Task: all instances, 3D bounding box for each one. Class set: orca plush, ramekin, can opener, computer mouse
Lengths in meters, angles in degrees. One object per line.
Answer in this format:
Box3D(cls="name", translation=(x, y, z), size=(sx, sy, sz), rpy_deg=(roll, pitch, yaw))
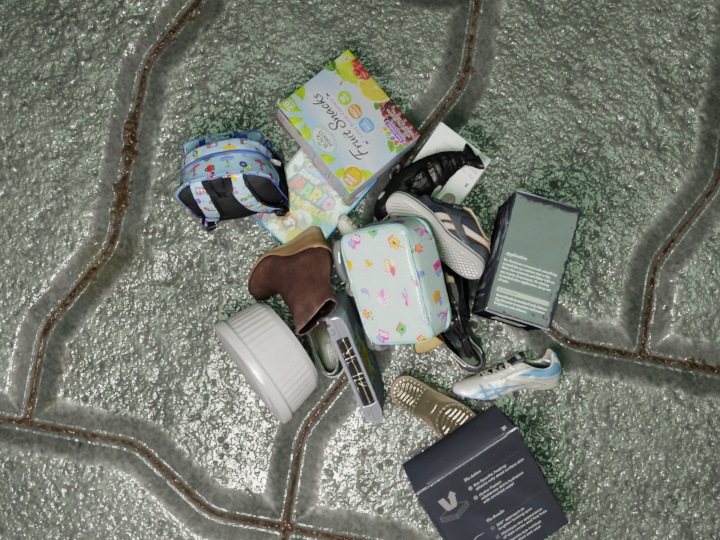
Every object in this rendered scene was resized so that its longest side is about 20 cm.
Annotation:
Box3D(cls="orca plush", translation=(0.110, -0.142, 1.508), size=(0.196, 0.071, 0.107), rpy_deg=(-18, 86, -1))
Box3D(cls="ramekin", translation=(-0.151, 0.147, 1.542), size=(0.094, 0.202, 0.204), rpy_deg=(-36, 87, -14))
Box3D(cls="can opener", translation=(0.000, 0.040, 1.558), size=(0.065, 0.052, 0.204), rpy_deg=(-21, 100, -23))
Box3D(cls="computer mouse", translation=(0.152, 0.037, 1.552), size=(0.045, 0.141, 0.203), rpy_deg=(-11, 56, 14))

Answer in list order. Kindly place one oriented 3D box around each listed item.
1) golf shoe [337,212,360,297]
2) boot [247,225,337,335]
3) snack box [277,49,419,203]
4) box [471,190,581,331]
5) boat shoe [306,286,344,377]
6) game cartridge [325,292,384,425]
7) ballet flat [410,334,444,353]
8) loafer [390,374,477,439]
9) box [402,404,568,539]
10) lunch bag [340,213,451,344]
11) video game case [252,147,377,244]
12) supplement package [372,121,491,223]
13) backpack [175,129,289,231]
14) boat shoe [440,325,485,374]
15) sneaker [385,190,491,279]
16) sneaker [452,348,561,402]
Box3D(cls="golf shoe", translation=(0.000, 0.000, 1.609), size=(0.096, 0.078, 0.202), rpy_deg=(-32, 87, 4))
Box3D(cls="boot", translation=(-0.118, 0.037, 1.538), size=(0.199, 0.072, 0.169), rpy_deg=(-39, 44, 32))
Box3D(cls="snack box", translation=(-0.022, -0.251, 1.613), size=(0.168, 0.068, 0.201), rpy_deg=(-39, 85, -12))
Box3D(cls="box", translation=(0.273, -0.010, 1.550), size=(0.115, 0.197, 0.204), rpy_deg=(16, 86, 1))
Box3D(cls="boat shoe", translation=(-0.065, 0.085, 1.602), size=(0.071, 0.071, 0.204), rpy_deg=(-18, 87, -2))
Box3D(cls="game cartridge", translation=(-0.006, 0.143, 1.556), size=(0.040, 0.134, 0.203), rpy_deg=(-20, 107, 5))
Box3D(cls="ballet flat", translation=(0.098, 0.038, 1.557), size=(0.062, 0.069, 0.204), rpy_deg=(-11, 103, 12))
Box3D(cls="loafer", translation=(0.134, 0.237, 1.599), size=(0.199, 0.068, 0.076), rpy_deg=(38, 98, -14))
Box3D(cls="box", translation=(0.205, 0.371, 1.534), size=(0.195, 0.117, 0.202), rpy_deg=(-31, 105, -3))
Box3D(cls="lunch bag", translation=(0.054, 0.014, 1.470), size=(0.076, 0.158, 0.204), rpy_deg=(-23, 101, -45))
Box3D(cls="video game case", translation=(-0.085, -0.133, 1.642), size=(0.143, 0.018, 0.201), rpy_deg=(41, 87, 3))
Box3D(cls="supplement package", translation=(0.120, -0.133, 1.599), size=(0.113, 0.110, 0.202), rpy_deg=(35, 87, 2))
Box3D(cls="backpack", translation=(-0.222, -0.162, 1.543), size=(0.179, 0.200, 0.138), rpy_deg=(-10, 77, 7))
Box3D(cls="boat shoe", translation=(0.154, 0.090, 1.608), size=(0.072, 0.063, 0.202), rpy_deg=(-34, 88, -4))
Box3D(cls="sneaker", translation=(0.129, -0.075, 1.496), size=(0.199, 0.078, 0.080), rpy_deg=(39, 58, -17))
Box3D(cls="sneaker", translation=(0.251, 0.181, 1.598), size=(0.196, 0.072, 0.074), rpy_deg=(-11, 101, -8))
